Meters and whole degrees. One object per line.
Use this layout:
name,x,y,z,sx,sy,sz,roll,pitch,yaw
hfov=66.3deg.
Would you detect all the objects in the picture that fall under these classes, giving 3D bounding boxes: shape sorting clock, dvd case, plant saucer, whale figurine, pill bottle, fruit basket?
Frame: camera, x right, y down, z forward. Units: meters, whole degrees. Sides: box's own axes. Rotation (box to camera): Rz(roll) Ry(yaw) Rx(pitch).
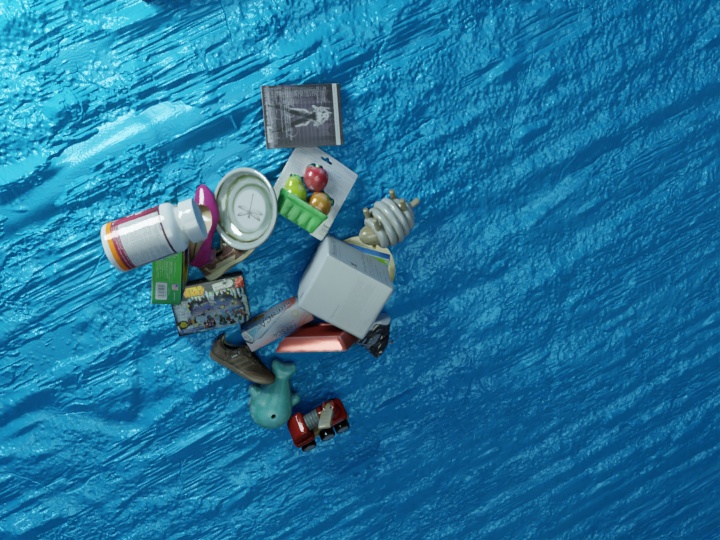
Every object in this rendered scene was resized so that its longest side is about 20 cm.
shape sorting clock,0.000,0.000,1.555,0.196,0.039,0.204,-2,112,-4
dvd case,-0.143,-0.384,1.372,0.196,0.016,0.152,-6,98,-12
plant saucer,-0.281,-0.153,1.382,0.197,0.050,0.204,2,95,24
plant saucer,-0.103,0.174,1.477,0.196,0.200,0.037,-4,98,16
whale figurine,-0.244,0.362,1.587,0.157,0.104,0.203,18,102,-20
pill bottle,-0.439,-0.079,1.186,0.197,0.110,0.111,-20,114,-4
fruit basket,-0.128,-0.209,1.431,0.184,0.093,0.202,29,84,-22

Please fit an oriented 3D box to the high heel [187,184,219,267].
high heel,-0.394,-0.111,1.354,0.066,0.096,0.204,-6,92,14

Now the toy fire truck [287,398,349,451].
toy fire truck,-0.126,0.437,1.585,0.174,0.130,0.201,-26,148,-4

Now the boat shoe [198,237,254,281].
boat shoe,-0.337,-0.057,1.428,0.199,0.072,0.072,-35,116,6

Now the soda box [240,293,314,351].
soda box,-0.231,0.142,1.532,0.198,0.064,0.069,-28,115,-5

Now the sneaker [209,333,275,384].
sneaker,-0.317,0.246,1.522,0.197,0.070,0.077,26,96,-5

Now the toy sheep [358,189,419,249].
toy sheep,0.080,-0.135,1.481,0.198,0.138,0.139,-32,115,-7

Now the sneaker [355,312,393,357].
sneaker,0.005,0.208,1.613,0.197,0.075,0.116,-20,111,-10

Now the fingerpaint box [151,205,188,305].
fingerpaint box,-0.459,-0.042,1.344,0.072,0.167,0.204,4,108,-13

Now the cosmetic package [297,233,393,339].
cosmetic package,-0.043,0.039,1.456,0.198,0.168,0.168,27,108,-16

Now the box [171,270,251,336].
box,-0.401,0.089,1.478,0.196,0.040,0.139,-12,111,-11
